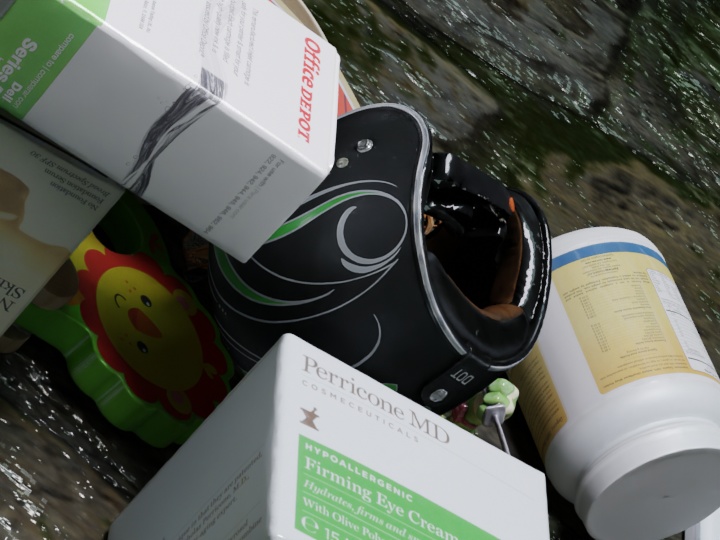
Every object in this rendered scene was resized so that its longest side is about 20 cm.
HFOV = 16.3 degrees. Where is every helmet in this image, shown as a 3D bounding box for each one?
[{"bbox_3d":[0.000,0.000,1.526,0.199,0.190,0.202,22,62,-50],"label":"helmet"}]

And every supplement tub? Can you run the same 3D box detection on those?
[{"bbox_3d":[0.188,0.085,1.853,0.144,0.145,0.201,13,43,-40],"label":"supplement tub"}]

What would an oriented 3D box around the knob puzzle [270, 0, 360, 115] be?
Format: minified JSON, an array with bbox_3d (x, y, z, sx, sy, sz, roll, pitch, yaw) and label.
[{"bbox_3d":[-0.064,-0.129,1.662,0.219,0.030,0.221,28,39,-26],"label":"knob puzzle"}]

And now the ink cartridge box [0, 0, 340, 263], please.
[{"bbox_3d":[-0.115,-0.118,1.417,0.199,0.084,0.146,34,29,-19],"label":"ink cartridge box"}]

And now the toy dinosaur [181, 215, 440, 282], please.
[{"bbox_3d":[-0.022,-0.010,1.716,0.198,0.136,0.103,6,52,-3],"label":"toy dinosaur"}]

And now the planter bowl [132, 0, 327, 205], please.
[{"bbox_3d":[-0.131,-0.130,1.745,0.199,0.135,0.201,29,35,-23],"label":"planter bowl"}]

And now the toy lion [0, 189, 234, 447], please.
[{"bbox_3d":[-0.161,0.015,1.623,0.191,0.069,0.201,32,33,-32],"label":"toy lion"}]

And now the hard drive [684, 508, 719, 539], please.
[{"bbox_3d":[0.303,0.230,1.929,0.131,0.027,0.201,35,33,-15],"label":"hard drive"}]

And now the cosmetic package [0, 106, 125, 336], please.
[{"bbox_3d":[-0.227,-0.027,1.454,0.105,0.200,0.071,28,34,-22],"label":"cosmetic package"}]

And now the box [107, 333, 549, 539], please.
[{"bbox_3d":[-0.021,0.190,1.440,0.198,0.200,0.172,29,33,-21],"label":"box"}]

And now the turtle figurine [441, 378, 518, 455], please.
[{"bbox_3d":[0.021,0.087,1.634,0.195,0.143,0.200,63,26,-6],"label":"turtle figurine"}]
